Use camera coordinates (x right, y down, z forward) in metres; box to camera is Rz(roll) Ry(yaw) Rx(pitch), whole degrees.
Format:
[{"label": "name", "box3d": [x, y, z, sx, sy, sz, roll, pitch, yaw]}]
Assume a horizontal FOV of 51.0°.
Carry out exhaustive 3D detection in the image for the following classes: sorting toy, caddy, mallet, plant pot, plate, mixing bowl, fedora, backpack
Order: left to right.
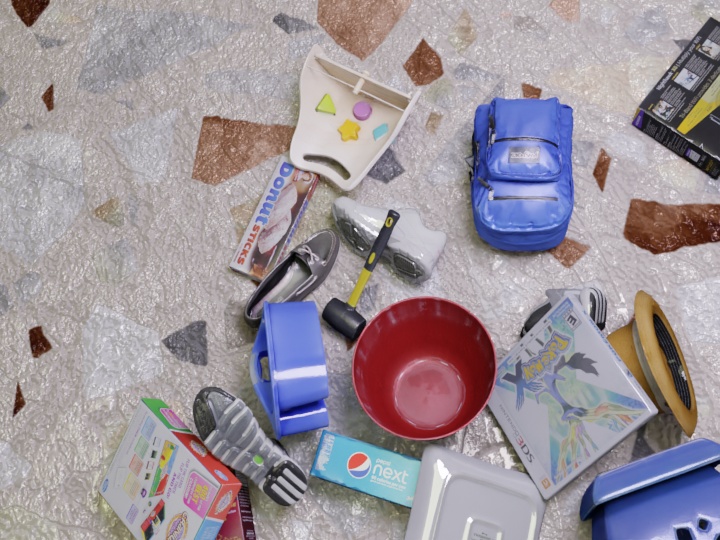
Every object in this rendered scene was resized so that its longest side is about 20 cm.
[{"label": "caddy", "box3d": [-0.104, 0.135, 1.052, 0.102, 0.144, 0.203, -5, 44, -8]}, {"label": "sorting toy", "box3d": [-0.024, -0.226, 1.201, 0.197, 0.107, 0.183, 27, 82, 16]}, {"label": "mallet", "box3d": [0.000, 0.000, 1.110, 0.065, 0.041, 0.204, 25, 106, 20]}, {"label": "mixing bowl", "box3d": [0.092, 0.151, 1.043, 0.195, 0.109, 0.205, -5, 59, 8]}, {"label": "plate", "box3d": [0.152, 0.348, 0.972, 0.196, 0.032, 0.205, 21, 74, -16]}, {"label": "backpack", "box3d": [0.230, -0.139, 1.099, 0.158, 0.168, 0.206, 1, 75, 16]}, {"label": "fedora", "box3d": [0.374, 0.129, 0.992, 0.080, 0.199, 0.206, -21, 67, 29]}, {"label": "plant pot", "box3d": [0.373, 0.322, 0.910, 0.195, 0.201, 0.183, -19, 64, 2]}]

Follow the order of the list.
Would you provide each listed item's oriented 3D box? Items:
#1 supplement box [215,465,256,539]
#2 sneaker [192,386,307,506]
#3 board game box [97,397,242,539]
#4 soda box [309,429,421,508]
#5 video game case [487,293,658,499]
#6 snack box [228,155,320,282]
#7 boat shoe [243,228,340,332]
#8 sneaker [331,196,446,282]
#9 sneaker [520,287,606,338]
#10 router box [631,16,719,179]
[{"label": "supplement box", "box3d": [-0.207, 0.355, 1.055, 0.106, 0.061, 0.205, -16, 69, 5]}, {"label": "sneaker", "box3d": [-0.160, 0.239, 1.051, 0.075, 0.115, 0.201, -42, 98, -10]}, {"label": "board game box", "box3d": [-0.263, 0.295, 1.024, 0.198, 0.040, 0.156, 34, 99, 34]}, {"label": "soda box", "box3d": [0.034, 0.281, 1.039, 0.195, 0.068, 0.066, 15, 74, 13]}, {"label": "video game case", "box3d": [0.260, 0.166, 0.990, 0.201, 0.022, 0.184, -52, 54, 32]}, {"label": "snack box", "box3d": [-0.135, -0.081, 1.207, 0.070, 0.024, 0.204, 20, 76, 14]}, {"label": "boat shoe", "box3d": [-0.102, 0.012, 1.155, 0.066, 0.057, 0.201, 38, 81, 18]}, {"label": "sneaker", "box3d": [0.046, -0.064, 1.158, 0.198, 0.079, 0.100, 32, 59, 19]}, {"label": "sneaker", "box3d": [0.277, 0.123, 1.057, 0.114, 0.074, 0.206, 5, 88, 39]}, {"label": "router box", "box3d": [0.539, -0.265, 1.151, 0.156, 0.052, 0.201, 39, 81, 19]}]
